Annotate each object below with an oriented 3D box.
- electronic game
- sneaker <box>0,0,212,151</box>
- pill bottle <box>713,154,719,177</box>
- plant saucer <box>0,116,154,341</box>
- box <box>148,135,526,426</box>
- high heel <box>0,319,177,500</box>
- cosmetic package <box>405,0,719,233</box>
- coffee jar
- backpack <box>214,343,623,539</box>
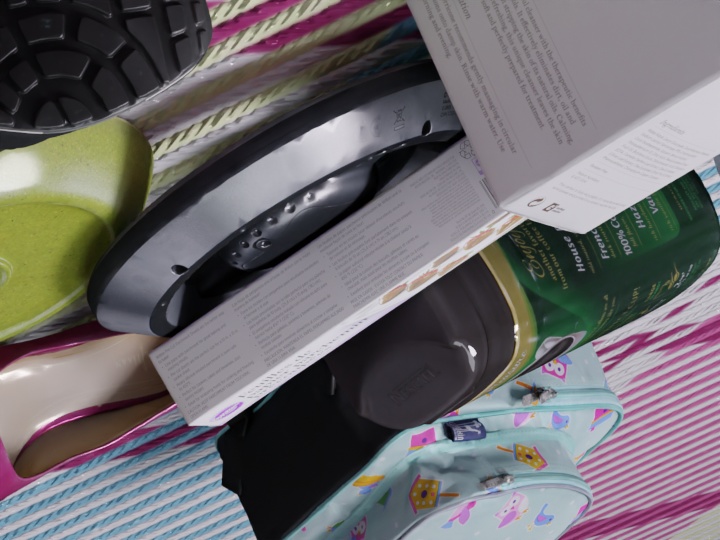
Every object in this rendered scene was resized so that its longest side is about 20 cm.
[{"bbox_3d":[-0.030,-0.031,1.032,0.200,0.042,0.200,-29,167,-7],"label":"electronic game"},{"bbox_3d":[-0.151,-0.065,0.806,0.200,0.076,0.088,-16,175,-9],"label":"sneaker"},{"bbox_3d":[0.266,-0.092,1.109,0.112,0.113,0.200,-4,153,-43],"label":"pill bottle"},{"bbox_3d":[-0.175,-0.003,0.974,0.200,0.031,0.200,-21,161,-7],"label":"plant saucer"},{"bbox_3d":[0.000,0.000,1.032,0.200,0.041,0.039,-35,167,14],"label":"box"},{"bbox_3d":[-0.126,0.060,1.059,0.096,0.067,0.200,-11,-175,26],"label":"high heel"},{"bbox_3d":[0.131,-0.110,0.919,0.200,0.108,0.085,-30,160,22],"label":"cosmetic package"},{"bbox_3d":[0.076,0.004,1.136,0.200,0.085,0.104,-23,168,-41],"label":"coffee jar"},{"bbox_3d":[0.047,0.095,1.311,0.200,0.153,0.176,-15,155,-40],"label":"backpack"}]
